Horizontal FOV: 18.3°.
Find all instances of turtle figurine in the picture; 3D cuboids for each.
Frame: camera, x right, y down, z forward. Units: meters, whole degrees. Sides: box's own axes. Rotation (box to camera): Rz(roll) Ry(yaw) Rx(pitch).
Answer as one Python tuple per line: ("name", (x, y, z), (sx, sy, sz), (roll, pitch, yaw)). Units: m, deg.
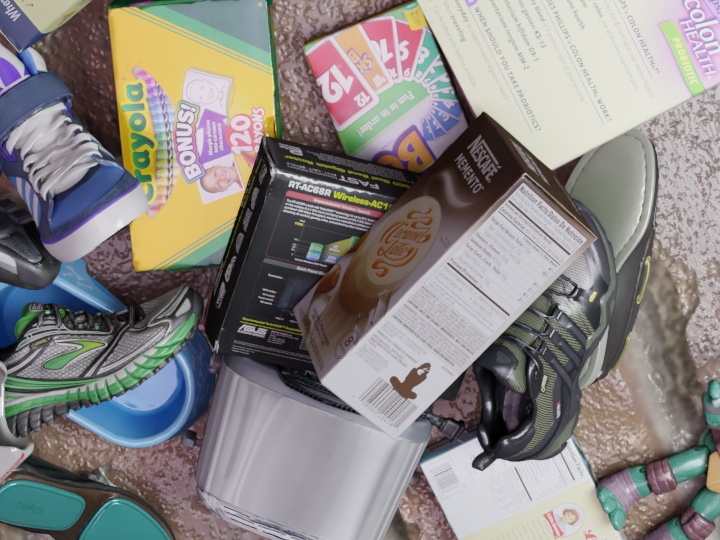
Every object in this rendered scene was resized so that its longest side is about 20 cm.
("turtle figurine", (0.285, 0.150, 1.677), (0.199, 0.101, 0.150), (-33, 92, 21))

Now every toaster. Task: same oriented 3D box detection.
("toaster", (-0.032, 0.134, 1.683), (0.199, 0.114, 0.130), (20, 107, -4))

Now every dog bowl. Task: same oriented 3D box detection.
("dog bowl", (-0.208, 0.063, 1.705), (0.199, 0.050, 0.112), (30, 102, -3))

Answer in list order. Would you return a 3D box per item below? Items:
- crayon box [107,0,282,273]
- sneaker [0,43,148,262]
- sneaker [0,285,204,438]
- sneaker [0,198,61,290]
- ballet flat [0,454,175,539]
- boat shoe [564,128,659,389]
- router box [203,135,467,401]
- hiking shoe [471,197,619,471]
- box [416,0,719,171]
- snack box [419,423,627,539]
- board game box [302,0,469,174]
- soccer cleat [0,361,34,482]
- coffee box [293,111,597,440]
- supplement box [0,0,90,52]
("crayon box", (-0.117, -0.105, 1.658), (0.118, 0.058, 0.201), (-4, 103, 2))
("sneaker", (-0.229, -0.092, 1.596), (0.080, 0.200, 0.147), (-35, 106, -7))
("sneaker", (-0.207, 0.057, 1.639), (0.199, 0.078, 0.086), (-23, 100, 8))
("sneaker", (-0.316, -0.009, 1.676), (0.199, 0.075, 0.116), (30, 113, 20))
("ballet flat", (-0.218, 0.177, 1.710), (0.068, 0.068, 0.200), (-47, 133, 9))
("boat shoe", (0.182, -0.010, 1.668), (0.071, 0.060, 0.203), (22, 103, 29))
("router box", (0.000, 0.000, 1.630), (0.199, 0.062, 0.151), (13, 114, -18))
("hiking shoe", (0.128, 0.048, 1.607), (0.075, 0.100, 0.201), (15, 104, 29))
("box", (0.156, -0.187, 1.609), (0.199, 0.097, 0.177), (-27, 100, 9))
("snack box", (0.140, 0.206, 1.727), (0.116, 0.037, 0.201), (-25, 100, 9))
("board game box", (0.037, -0.094, 1.672), (0.095, 0.030, 0.201), (-21, 103, 7))
("soccer cleat", (-0.300, 0.063, 1.609), (0.085, 0.069, 0.201), (-28, 82, 29))
("coffee box", (0.055, 0.002, 1.543), (0.080, 0.115, 0.200), (39, 102, -27))
("supplement box", (-0.220, -0.300, 1.581), (0.199, 0.134, 0.200), (-39, 98, 10))
